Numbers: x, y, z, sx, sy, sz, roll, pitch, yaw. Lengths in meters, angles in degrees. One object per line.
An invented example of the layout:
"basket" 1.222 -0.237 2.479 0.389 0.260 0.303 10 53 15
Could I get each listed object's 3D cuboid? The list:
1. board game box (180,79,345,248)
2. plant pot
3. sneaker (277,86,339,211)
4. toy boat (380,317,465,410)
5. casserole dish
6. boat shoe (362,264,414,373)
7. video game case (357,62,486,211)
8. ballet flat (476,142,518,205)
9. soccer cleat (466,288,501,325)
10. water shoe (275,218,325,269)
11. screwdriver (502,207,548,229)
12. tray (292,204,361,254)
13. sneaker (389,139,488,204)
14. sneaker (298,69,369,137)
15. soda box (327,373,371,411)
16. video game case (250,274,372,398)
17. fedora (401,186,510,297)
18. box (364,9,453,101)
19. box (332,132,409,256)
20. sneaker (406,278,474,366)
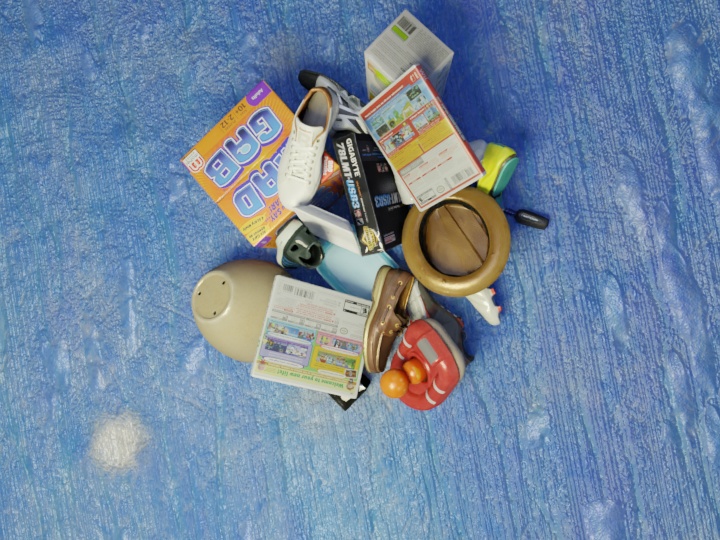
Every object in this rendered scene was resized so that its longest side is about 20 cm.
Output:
"board game box" -0.158 -0.181 1.024 0.200 0.200 0.200 -42 86 6
"plant pot" -0.234 0.063 1.037 0.200 0.134 0.201 -8 72 25
"sneaker" -0.092 -0.192 0.872 0.073 0.085 0.201 17 98 6
"toy boat" 0.092 0.183 0.989 0.130 0.200 0.131 -24 64 -23
"casserole dish" 0.000 0.000 1.085 0.200 0.039 0.121 44 96 5
"boat shoe" 0.052 0.092 1.016 0.067 0.072 0.201 10 89 25
"video game case" 0.096 -0.208 0.903 0.143 0.017 0.200 -27 100 46
"ballet flat" 0.225 -0.143 1.007 0.067 0.200 0.067 -28 57 -32
"soccer cleat" 0.198 0.018 1.046 0.077 0.069 0.201 -29 79 12
"water shoe" -0.107 -0.027 1.019 0.079 0.200 0.072 40 81 8
"screwdriver" 0.259 -0.122 1.054 0.199 0.028 0.029 25 123 9
"tray" -0.049 -0.071 0.954 0.107 0.200 0.022 23 84 7
"sneaker" 0.143 -0.217 1.008 0.200 0.074 0.116 -32 115 -14
"sneaker" -0.051 -0.308 1.073 0.200 0.074 0.089 36 93 7
"soda box" -0.073 0.173 1.080 0.200 0.071 0.063 44 97 6
"video game case" -0.080 0.121 1.007 0.199 0.022 0.183 17 78 -20
"fedora" 0.171 -0.049 0.983 0.200 0.082 0.201 -3 80 18
"box" 0.082 -0.341 0.987 0.112 0.200 0.101 44 89 4
"box" 0.031 -0.138 0.988 0.050 0.200 0.199 -13 95 23
"sneaker" 0.151 0.101 1.060 0.082 0.077 0.201 -24 86 -20
